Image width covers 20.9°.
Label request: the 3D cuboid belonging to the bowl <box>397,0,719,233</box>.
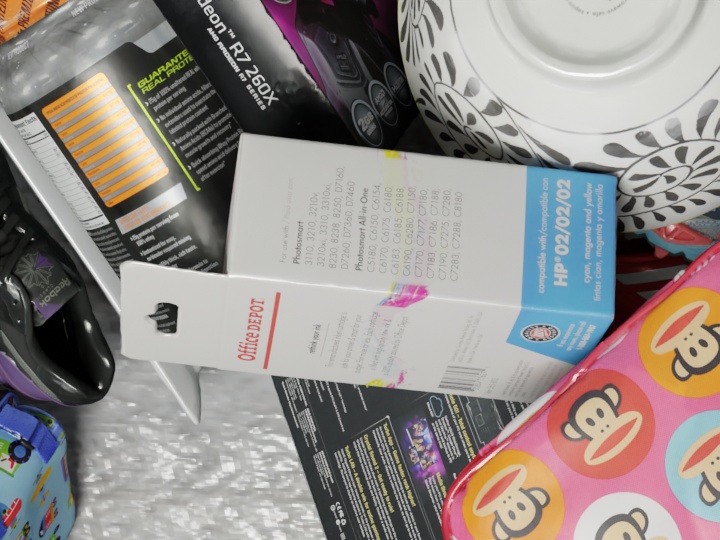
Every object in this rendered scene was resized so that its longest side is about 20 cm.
[{"bbox_3d":[0.103,-0.119,0.816,0.199,0.094,0.202,0,88,13],"label":"bowl"}]

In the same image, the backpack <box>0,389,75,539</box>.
[{"bbox_3d":[-0.255,0.167,1.051,0.134,0.201,0.183,20,143,8],"label":"backpack"}]

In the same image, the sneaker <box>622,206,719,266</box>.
[{"bbox_3d":[0.129,-0.072,0.886,0.199,0.079,0.096,27,119,5],"label":"sneaker"}]

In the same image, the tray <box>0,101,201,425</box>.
[{"bbox_3d":[-0.138,-0.014,1.010,0.022,0.107,0.201,-34,102,-6],"label":"tray"}]

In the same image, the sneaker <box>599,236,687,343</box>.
[{"bbox_3d":[0.124,0.051,0.966,0.200,0.078,0.116,-37,88,23],"label":"sneaker"}]

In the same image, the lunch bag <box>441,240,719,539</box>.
[{"bbox_3d":[0.151,0.103,0.797,0.200,0.082,0.176,-42,76,8],"label":"lunch bag"}]

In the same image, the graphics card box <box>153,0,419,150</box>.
[{"bbox_3d":[-0.047,-0.138,0.887,0.051,0.126,0.201,-27,104,27],"label":"graphics card box"}]

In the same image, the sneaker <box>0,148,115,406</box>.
[{"bbox_3d":[-0.182,-0.015,1.004,0.087,0.076,0.201,16,142,45],"label":"sneaker"}]

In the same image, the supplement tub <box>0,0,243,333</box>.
[{"bbox_3d":[-0.091,-0.066,0.941,0.122,0.123,0.201,-25,105,28],"label":"supplement tub"}]

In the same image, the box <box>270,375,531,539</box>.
[{"bbox_3d":[0.043,0.082,0.949,0.160,0.043,0.201,-33,68,34],"label":"box"}]

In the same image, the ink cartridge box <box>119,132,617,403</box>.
[{"bbox_3d":[0.000,0.000,0.833,0.199,0.068,0.115,6,157,-5],"label":"ink cartridge box"}]
